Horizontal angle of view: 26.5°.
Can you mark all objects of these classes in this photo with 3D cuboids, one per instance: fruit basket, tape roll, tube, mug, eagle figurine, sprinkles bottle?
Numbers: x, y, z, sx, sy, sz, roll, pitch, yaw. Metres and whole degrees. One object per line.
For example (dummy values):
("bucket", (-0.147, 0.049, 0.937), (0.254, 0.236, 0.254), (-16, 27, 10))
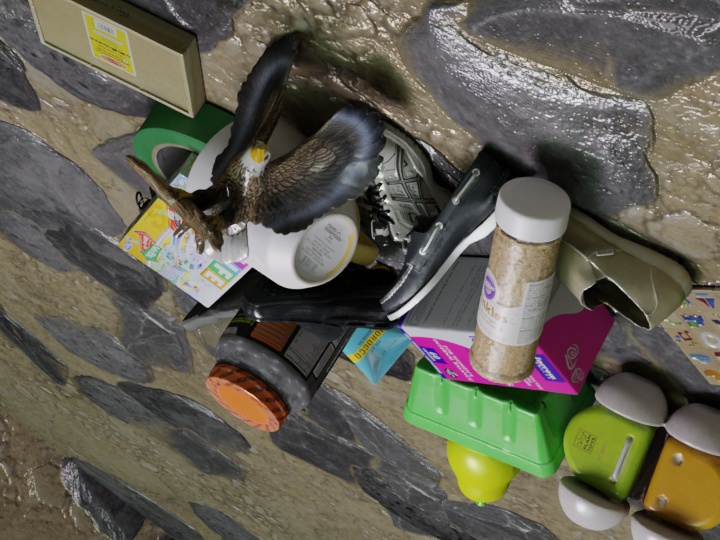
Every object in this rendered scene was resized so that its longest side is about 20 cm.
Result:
("fruit basket", (0.158, 0.170, 1.780), (0.214, 0.156, 0.217), (26, 150, 16))
("tape roll", (-0.162, -0.114, 1.738), (0.199, 0.048, 0.201), (27, 157, 12))
("tube", (-0.021, 0.058, 1.869), (0.200, 0.077, 0.050), (41, -174, -32))
("mug", (-0.062, -0.064, 1.562), (0.153, 0.185, 0.151), (41, 135, 41))
("eagle figurine", (-0.090, -0.102, 1.434), (0.150, 0.200, 0.153), (14, 141, 55))
("sprinkles bottle", (0.149, 0.012, 1.442), (0.068, 0.068, 0.202), (22, 130, 19))

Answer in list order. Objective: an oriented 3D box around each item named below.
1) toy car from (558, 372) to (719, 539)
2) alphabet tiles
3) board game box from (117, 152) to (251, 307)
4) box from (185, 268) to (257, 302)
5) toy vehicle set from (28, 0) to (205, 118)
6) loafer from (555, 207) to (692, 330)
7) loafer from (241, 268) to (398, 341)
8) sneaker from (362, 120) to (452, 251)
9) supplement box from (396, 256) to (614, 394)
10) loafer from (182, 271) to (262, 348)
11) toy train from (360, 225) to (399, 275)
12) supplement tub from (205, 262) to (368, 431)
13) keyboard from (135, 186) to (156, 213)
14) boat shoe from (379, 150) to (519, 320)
("toy car", (0.326, 0.212, 1.701), (0.198, 0.177, 0.150), (23, -167, 17))
("alphabet tiles", (0.382, 0.078, 1.511), (0.166, 0.006, 0.200), (1, 143, 50))
("board game box", (-0.183, -0.042, 1.753), (0.134, 0.034, 0.200), (35, 145, -11))
("box", (-0.112, 0.037, 1.952), (0.141, 0.079, 0.199), (41, 156, -29))
("toy vehicle set", (-0.260, -0.244, 1.619), (0.198, 0.027, 0.125), (27, 157, 10))
("loafer", (0.216, -0.005, 1.463), (0.198, 0.069, 0.076), (23, 156, 18))
("loafer", (-0.036, 0.042, 1.596), (0.199, 0.071, 0.068), (-3, -156, -36))
("sneaker", (0.035, -0.071, 1.532), (0.200, 0.088, 0.075), (44, 156, -25))
("supplement box", (0.153, 0.055, 1.625), (0.199, 0.104, 0.101), (1, 142, 48))
("loafer", (-0.141, 0.055, 1.841), (0.070, 0.075, 0.199), (48, 152, -16))
("toy train", (0.000, 0.000, 1.761), (0.199, 0.056, 0.150), (38, 157, -15))
("supplement tub", (-0.078, 0.068, 1.680), (0.122, 0.201, 0.123), (28, 155, 14))
("keyboard", (-0.227, -0.026, 1.854), (0.103, 0.040, 0.201), (28, 150, 22))
("boat shoe", (0.077, -0.034, 1.489), (0.060, 0.076, 0.200), (40, 112, -5))
